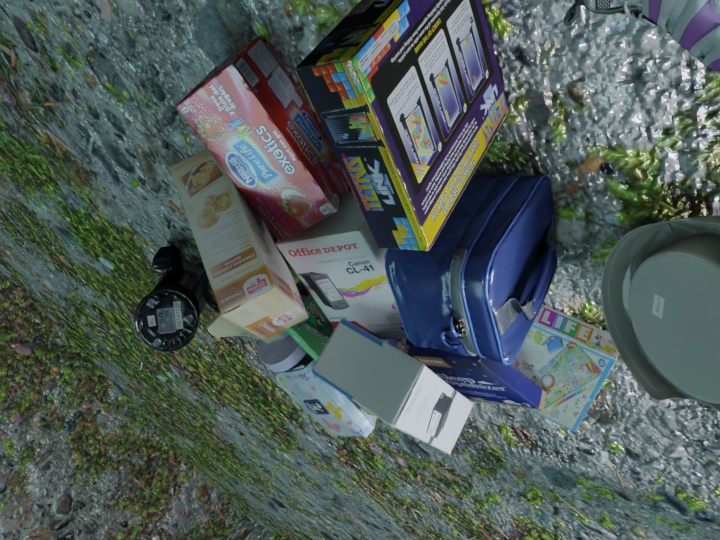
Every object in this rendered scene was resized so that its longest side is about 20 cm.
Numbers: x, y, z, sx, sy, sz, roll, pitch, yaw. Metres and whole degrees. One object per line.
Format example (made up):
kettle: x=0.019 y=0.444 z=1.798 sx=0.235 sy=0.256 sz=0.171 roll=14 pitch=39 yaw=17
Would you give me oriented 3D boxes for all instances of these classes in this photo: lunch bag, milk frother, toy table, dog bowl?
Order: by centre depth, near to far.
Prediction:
dog bowl: x=0.312 y=0.044 z=0.540 sx=0.201 sy=0.058 sz=0.203 roll=55 pitch=156 yaw=38
lunch bag: x=0.124 y=-0.005 z=0.603 sx=0.130 sy=0.201 sz=0.138 roll=5 pitch=132 yaw=35
toy table: x=-0.152 y=0.069 z=1.006 sx=0.117 sy=0.184 sz=0.199 roll=45 pitch=171 yaw=-22
lunch bag: x=-0.060 y=0.183 z=1.029 sx=0.170 sy=0.127 sz=0.200 roll=49 pitch=177 yaw=-22
milk frother: x=-0.325 y=0.053 z=1.192 sx=0.195 sy=0.185 sz=0.188 roll=11 pitch=-171 yaw=-12

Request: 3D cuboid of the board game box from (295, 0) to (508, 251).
board game box: x=0.049 y=-0.146 z=0.495 sx=0.056 sy=0.201 sz=0.167 roll=5 pitch=137 yaw=36

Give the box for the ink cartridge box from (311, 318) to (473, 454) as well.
ink cartridge box: x=0.050 y=0.160 z=0.811 sx=0.143 sy=0.085 sz=0.200 roll=24 pitch=169 yaw=36

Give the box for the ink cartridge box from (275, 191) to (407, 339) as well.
ink cartridge box: x=0.000 y=0.000 z=0.812 sx=0.145 sy=0.087 sz=0.201 roll=-6 pitch=134 yaw=35

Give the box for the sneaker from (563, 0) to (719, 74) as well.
sneaker: x=0.208 y=-0.187 z=0.416 sx=0.138 sy=0.078 sz=0.202 roll=-7 pitch=118 yaw=50

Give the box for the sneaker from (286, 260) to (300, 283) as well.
sneaker: x=-0.131 y=-0.033 z=0.935 sx=0.200 sy=0.103 sz=0.077 roll=49 pitch=129 yaw=43

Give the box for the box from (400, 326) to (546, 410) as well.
box: x=0.146 y=0.131 z=0.796 sx=0.120 sy=0.033 sz=0.199 roll=-3 pitch=146 yaw=47

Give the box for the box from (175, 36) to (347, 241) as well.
box: x=-0.106 y=-0.152 z=0.710 sx=0.094 sy=0.101 sz=0.201 roll=-23 pitch=118 yaw=27

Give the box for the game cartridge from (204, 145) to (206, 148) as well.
game cartridge: x=-0.140 y=-0.128 z=0.862 sx=0.198 sy=0.039 sz=0.130 roll=32 pitch=152 yaw=8

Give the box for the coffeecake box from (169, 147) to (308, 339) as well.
coffeecake box: x=-0.149 y=-0.030 z=0.758 sx=0.154 sy=0.072 sz=0.203 roll=61 pitch=-175 yaw=-71

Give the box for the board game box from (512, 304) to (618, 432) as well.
board game box: x=0.254 y=0.130 z=0.805 sx=0.132 sy=0.034 sz=0.202 roll=24 pitch=146 yaw=20

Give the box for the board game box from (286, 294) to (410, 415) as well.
board game box: x=-0.009 y=0.107 z=0.934 sx=0.201 sy=0.135 sz=0.029 roll=48 pitch=154 yaw=-17
